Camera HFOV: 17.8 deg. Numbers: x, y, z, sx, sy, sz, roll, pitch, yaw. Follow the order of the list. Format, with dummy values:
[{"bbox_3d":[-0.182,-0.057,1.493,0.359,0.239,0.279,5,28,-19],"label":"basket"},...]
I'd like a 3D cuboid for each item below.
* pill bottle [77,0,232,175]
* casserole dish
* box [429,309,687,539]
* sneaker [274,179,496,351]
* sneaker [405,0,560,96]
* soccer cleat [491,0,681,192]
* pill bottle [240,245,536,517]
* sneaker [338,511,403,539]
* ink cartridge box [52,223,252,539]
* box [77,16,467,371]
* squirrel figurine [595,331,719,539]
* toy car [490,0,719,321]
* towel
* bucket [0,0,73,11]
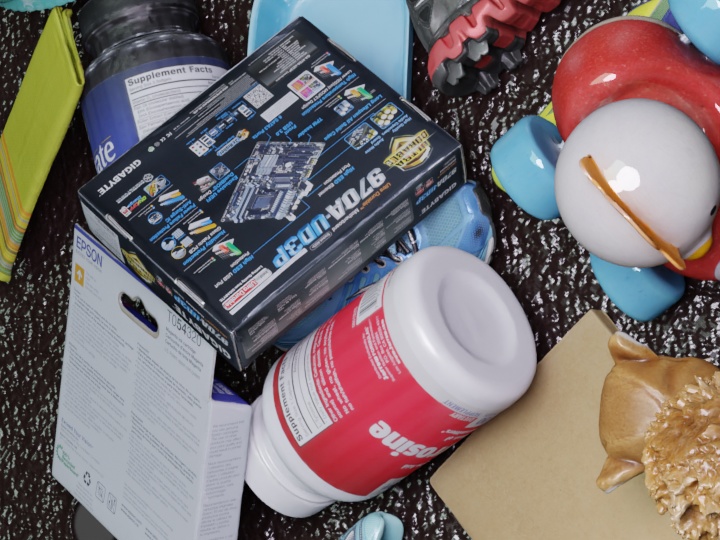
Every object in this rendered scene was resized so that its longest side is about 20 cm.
[{"bbox_3d":[-0.133,-0.095,1.597,0.111,0.112,0.201,-25,71,26],"label":"pill bottle"},{"bbox_3d":[-0.017,-0.125,1.558,0.120,0.039,0.202,-5,74,23],"label":"casserole dish"},{"bbox_3d":[0.154,0.151,1.438,0.164,0.021,0.200,-47,62,18],"label":"box"},{"bbox_3d":[0.000,0.000,1.514,0.199,0.090,0.079,-29,69,24],"label":"sneaker"},{"bbox_3d":[0.106,-0.208,1.489,0.200,0.071,0.098,-41,64,20],"label":"sneaker"},{"bbox_3d":[0.165,-0.116,1.458,0.200,0.065,0.084,-37,36,27],"label":"soccer cleat"},{"bbox_3d":[0.010,0.078,1.475,0.200,0.112,0.113,-38,65,37],"label":"pill bottle"},{"bbox_3d":[0.044,0.235,1.464,0.200,0.077,0.086,45,103,28],"label":"sneaker"},{"bbox_3d":[-0.141,0.094,1.551,0.196,0.043,0.201,36,124,47],"label":"ink cartridge box"},{"bbox_3d":[-0.056,-0.054,1.466,0.200,0.046,0.159,-40,60,-18],"label":"box"},{"bbox_3d":[0.220,0.086,1.301,0.185,0.200,0.143,9,95,19],"label":"squirrel figurine"},{"bbox_3d":[0.176,-0.046,1.322,0.177,0.200,0.184,45,117,-9],"label":"toy car"},{"bbox_3d":[-0.236,-0.089,1.655,0.201,0.018,0.086,-61,37,39],"label":"towel"},{"bbox_3d":[-0.227,-0.291,1.625,0.206,0.135,0.208,-20,38,17],"label":"bucket"}]
